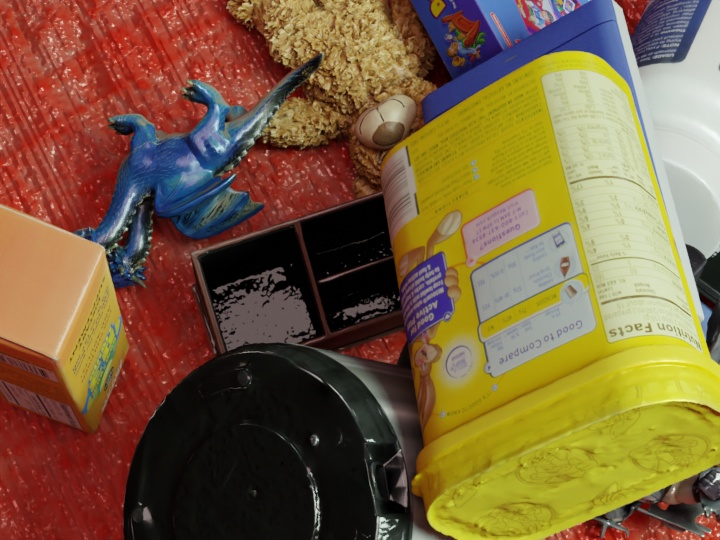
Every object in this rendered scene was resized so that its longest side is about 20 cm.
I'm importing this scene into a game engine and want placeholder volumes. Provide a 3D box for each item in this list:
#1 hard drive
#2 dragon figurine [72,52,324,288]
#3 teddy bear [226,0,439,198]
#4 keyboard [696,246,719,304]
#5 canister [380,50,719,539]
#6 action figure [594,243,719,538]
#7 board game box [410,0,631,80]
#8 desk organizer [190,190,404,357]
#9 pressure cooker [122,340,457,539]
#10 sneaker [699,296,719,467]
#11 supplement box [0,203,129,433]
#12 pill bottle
[{"bbox_3d":[0.102,-0.038,0.772,0.131,0.025,0.202,-27,53,29],"label":"hard drive"},{"bbox_3d":[-0.097,-0.056,0.865,0.198,0.059,0.100,-19,68,11],"label":"dragon figurine"},{"bbox_3d":[-0.008,-0.138,0.908,0.144,0.067,0.202,-13,74,-4],"label":"teddy bear"},{"bbox_3d":[0.210,-0.018,0.891,0.200,0.040,0.104,40,48,15],"label":"keyboard"},{"bbox_3d":[0.086,0.010,0.683,0.148,0.086,0.201,-29,51,28],"label":"canister"},{"bbox_3d":[0.165,0.081,0.807,0.129,0.201,0.069,21,35,8],"label":"action figure"},{"bbox_3d":[0.077,-0.211,0.911,0.134,0.045,0.201,-14,71,-44],"label":"board game box"},{"bbox_3d":[0.000,0.000,0.862,0.198,0.077,0.072,-19,75,-8],"label":"desk organizer"},{"bbox_3d":[-0.007,0.136,0.764,0.175,0.199,0.180,-31,66,25],"label":"pressure cooker"},{"bbox_3d":[0.225,0.063,0.869,0.088,0.075,0.201,-35,85,-24],"label":"sneaker"},{"bbox_3d":[-0.171,0.033,0.778,0.068,0.200,0.067,21,73,-1],"label":"supplement box"},{"bbox_3d":[0.201,-0.095,0.850,0.110,0.111,0.201,28,50,5],"label":"pill bottle"}]
